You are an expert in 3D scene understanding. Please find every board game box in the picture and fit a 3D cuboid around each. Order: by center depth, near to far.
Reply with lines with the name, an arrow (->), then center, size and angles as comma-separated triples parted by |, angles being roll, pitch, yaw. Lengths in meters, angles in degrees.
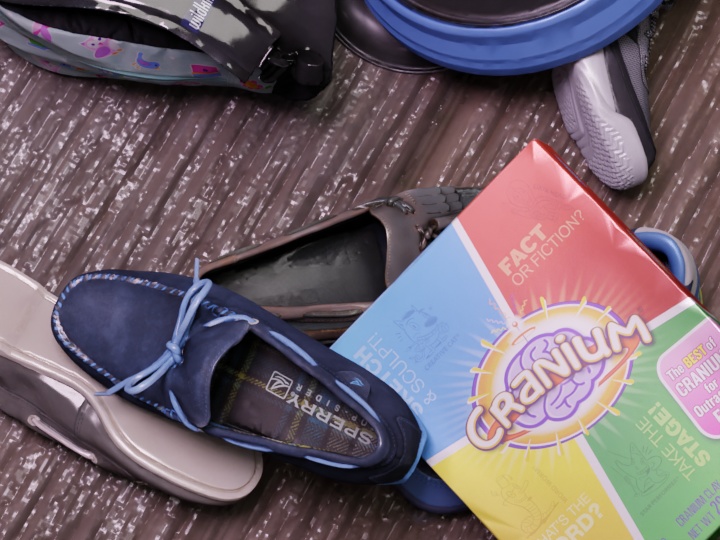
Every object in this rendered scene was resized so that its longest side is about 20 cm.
board game box -> 0.104, 0.059, 1.346 | 0.153, 0.040, 0.200 | -46, 76, 7

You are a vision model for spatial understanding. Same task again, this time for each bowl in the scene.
bowl -> 0.084, -0.202, 1.454 | 0.199, 0.039, 0.202 | -7, 65, 16

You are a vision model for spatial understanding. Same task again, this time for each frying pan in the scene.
frying pan -> 0.028, -0.201, 1.523 | 0.114, 0.031, 0.191 | -2, 73, -5

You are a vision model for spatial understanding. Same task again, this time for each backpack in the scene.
backpack -> -0.111, -0.164, 1.444 | 0.199, 0.127, 0.168 | 4, 73, -4

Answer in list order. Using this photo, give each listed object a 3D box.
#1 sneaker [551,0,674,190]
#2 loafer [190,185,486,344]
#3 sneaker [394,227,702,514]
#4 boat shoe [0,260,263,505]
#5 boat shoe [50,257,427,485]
sneaker -> 0.155, -0.145, 1.482 | 0.113, 0.076, 0.201 | -12, 68, -5
loafer -> 0.000, 0.000, 1.425 | 0.199, 0.063, 0.072 | -18, 72, -10
sneaker -> 0.093, 0.044, 1.405 | 0.200, 0.082, 0.074 | -40, 78, -12
boat shoe -> -0.139, 0.061, 1.405 | 0.199, 0.057, 0.067 | 33, 58, 4
boat shoe -> -0.062, 0.043, 1.333 | 0.199, 0.069, 0.085 | 16, 88, 14
